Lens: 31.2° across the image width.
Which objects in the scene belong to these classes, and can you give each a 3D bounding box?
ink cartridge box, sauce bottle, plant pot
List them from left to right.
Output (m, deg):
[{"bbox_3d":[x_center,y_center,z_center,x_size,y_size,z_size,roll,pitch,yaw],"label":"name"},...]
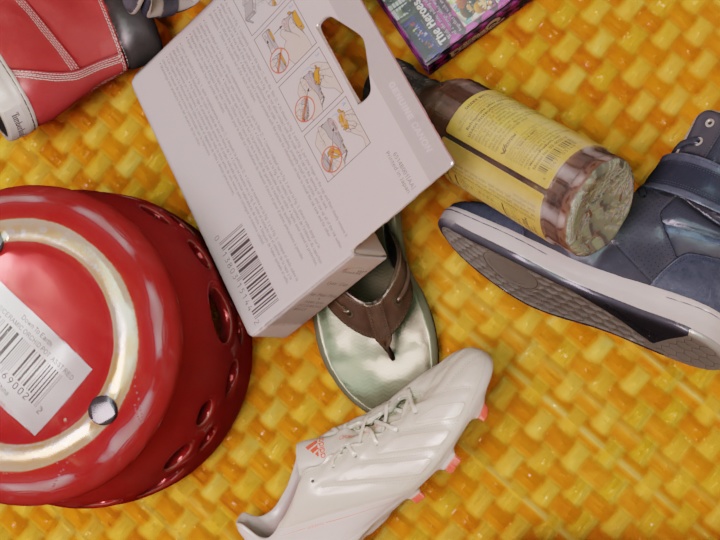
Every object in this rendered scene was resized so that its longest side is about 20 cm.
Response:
[{"bbox_3d":[-0.175,0.044,0.786,0.197,0.183,0.204,0,83,4],"label":"plant pot"},{"bbox_3d":[-0.040,-0.090,0.797,0.176,0.044,0.202,-38,68,26],"label":"ink cartridge box"},{"bbox_3d":[0.077,-0.079,0.787,0.065,0.065,0.199,-52,50,0],"label":"sauce bottle"}]

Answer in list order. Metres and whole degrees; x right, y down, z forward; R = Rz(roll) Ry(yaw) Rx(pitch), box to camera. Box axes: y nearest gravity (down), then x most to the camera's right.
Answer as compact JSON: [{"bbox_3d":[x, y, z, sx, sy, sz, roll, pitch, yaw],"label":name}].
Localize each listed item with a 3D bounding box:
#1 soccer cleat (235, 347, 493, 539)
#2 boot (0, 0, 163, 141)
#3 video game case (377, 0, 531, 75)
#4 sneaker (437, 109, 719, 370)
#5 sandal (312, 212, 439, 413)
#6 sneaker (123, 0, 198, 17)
[{"bbox_3d":[0.003,0.117,0.800,0.077,0.069,0.200,39,104,-9],"label":"soccer cleat"},{"bbox_3d":[-0.223,-0.195,0.875,0.143,0.073,0.201,-32,69,-17],"label":"boot"},{"bbox_3d":[0.062,-0.264,0.858,0.180,0.036,0.201,-35,82,2],"label":"video game case"},{"bbox_3d":[0.162,-0.040,0.813,0.200,0.077,0.148,22,75,21],"label":"sneaker"},{"bbox_3d":[-0.001,-0.001,0.822,0.079,0.057,0.204,-11,98,7],"label":"sandal"},{"bbox_3d":[-0.169,-0.218,0.798,0.201,0.077,0.148,-13,103,43],"label":"sneaker"}]
